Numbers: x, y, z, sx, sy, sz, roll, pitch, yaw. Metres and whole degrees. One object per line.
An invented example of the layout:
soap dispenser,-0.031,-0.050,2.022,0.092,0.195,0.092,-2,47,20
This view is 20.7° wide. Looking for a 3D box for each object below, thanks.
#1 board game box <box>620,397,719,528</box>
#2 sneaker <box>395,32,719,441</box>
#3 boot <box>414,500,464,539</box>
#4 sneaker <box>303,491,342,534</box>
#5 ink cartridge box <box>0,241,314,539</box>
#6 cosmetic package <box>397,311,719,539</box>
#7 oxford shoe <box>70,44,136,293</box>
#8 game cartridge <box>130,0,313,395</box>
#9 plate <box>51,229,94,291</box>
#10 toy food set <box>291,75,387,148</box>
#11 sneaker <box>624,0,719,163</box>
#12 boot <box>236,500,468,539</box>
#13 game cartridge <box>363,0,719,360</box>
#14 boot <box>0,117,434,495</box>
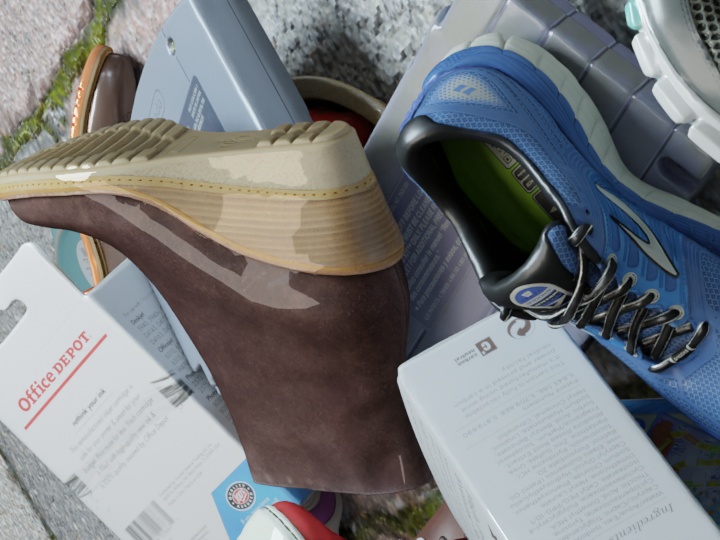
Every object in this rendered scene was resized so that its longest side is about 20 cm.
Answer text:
board game box,0.171,0.117,0.770,0.199,0.034,0.136,-7,77,56
sneaker,0.088,0.004,0.745,0.200,0.089,0.079,42,131,4
boot,0.001,0.181,0.980,0.069,0.199,0.188,53,149,12
sneaker,-0.099,0.141,1.195,0.199,0.075,0.100,24,141,27
ink cartridge box,-0.119,0.071,1.074,0.200,0.067,0.116,45,127,0
cosmetic package,0.093,0.113,0.753,0.200,0.074,0.102,57,173,48
oxford shoe,-0.124,-0.030,1.132,0.072,0.071,0.202,-1,107,9
game cartridge,-0.070,-0.042,0.969,0.134,0.041,0.200,65,153,24
plate,-0.143,0.023,1.231,0.200,0.025,0.201,37,143,34
toy food set,0.000,0.000,0.979,0.199,0.048,0.199,35,141,35
sneaker,0.173,-0.055,0.676,0.201,0.077,0.091,52,133,7
boot,0.041,0.128,0.883,0.072,0.144,0.200,43,175,46
game cartridge,0.057,-0.022,0.832,0.130,0.038,0.201,42,131,14
boot,-0.067,0.020,0.871,0.198,0.072,0.168,1,112,31
